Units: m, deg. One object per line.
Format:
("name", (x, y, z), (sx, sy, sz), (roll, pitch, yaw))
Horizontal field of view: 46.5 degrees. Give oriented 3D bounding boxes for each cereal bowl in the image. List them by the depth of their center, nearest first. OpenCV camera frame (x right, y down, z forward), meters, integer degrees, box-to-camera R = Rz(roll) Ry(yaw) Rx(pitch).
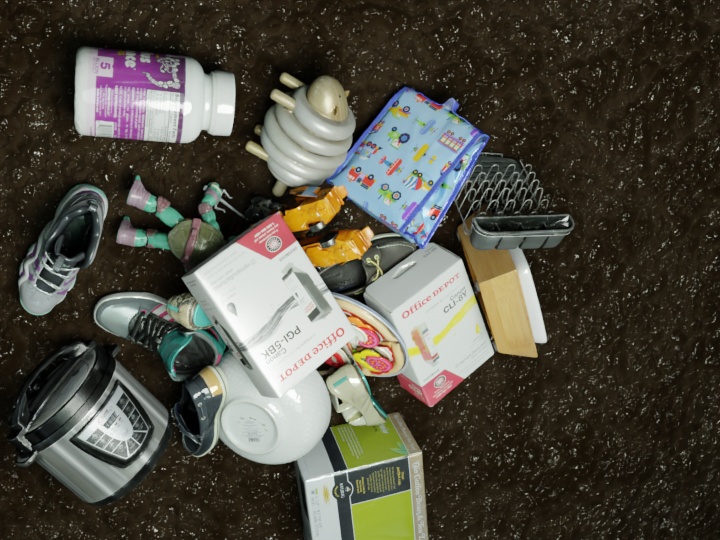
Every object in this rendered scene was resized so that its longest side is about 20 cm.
("cereal bowl", (-0.148, 0.209, 1.248), (0.197, 0.083, 0.203), (7, 116, 15))

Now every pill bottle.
("pill bottle", (-0.265, -0.225, 1.088), (0.197, 0.112, 0.114), (2, 109, -17))

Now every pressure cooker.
("pressure cooker", (-0.387, 0.209, 1.178), (0.178, 0.176, 0.201), (-36, 114, 8))

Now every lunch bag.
("lunch bag", (0.074, -0.161, 1.188), (0.201, 0.150, 0.094), (-56, 153, 2))

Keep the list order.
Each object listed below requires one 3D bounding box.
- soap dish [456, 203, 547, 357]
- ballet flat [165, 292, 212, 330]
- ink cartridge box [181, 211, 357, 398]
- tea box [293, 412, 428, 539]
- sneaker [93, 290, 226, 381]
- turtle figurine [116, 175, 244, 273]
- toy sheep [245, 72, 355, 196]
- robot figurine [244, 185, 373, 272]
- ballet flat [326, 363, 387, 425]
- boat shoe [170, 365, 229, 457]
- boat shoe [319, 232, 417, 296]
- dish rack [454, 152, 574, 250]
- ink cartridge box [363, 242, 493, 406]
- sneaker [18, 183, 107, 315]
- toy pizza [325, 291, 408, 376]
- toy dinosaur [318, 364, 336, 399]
("soap dish", (0.210, 0.016, 1.263), (0.080, 0.201, 0.159), (-18, 122, 5))
("ballet flat", (-0.203, 0.051, 1.217), (0.199, 0.075, 0.069), (4, 101, -58))
("ink cartridge box", (-0.120, 0.048, 1.123), (0.146, 0.083, 0.201), (-38, 100, -22))
("tea box", (-0.001, 0.367, 1.369), (0.194, 0.134, 0.203), (-9, 112, -12))
("sneaker", (-0.282, 0.098, 1.196), (0.197, 0.121, 0.085), (16, 105, -20))
("turtle figurine", (-0.232, -0.052, 1.173), (0.197, 0.101, 0.152), (19, 97, -13))
("toy sheep", (-0.079, -0.182, 1.153), (0.136, 0.139, 0.201), (17, 133, -21))
("robot figurine", (-0.078, -0.055, 1.179), (0.058, 0.199, 0.146), (-46, 115, -34))
("ballet flat", (-0.009, 0.203, 1.307), (0.069, 0.070, 0.201), (-30, 147, -3))
("boat shoe", (-0.239, 0.211, 1.215), (0.062, 0.075, 0.201), (-23, 153, -35))
("boat shoe", (0.000, 0.000, 1.275), (0.199, 0.061, 0.073), (-19, 113, -8))
("dish rack", (0.204, -0.111, 1.221), (0.151, 0.202, 0.055), (-2, 139, -18))
("ink cartridge box", (0.107, 0.083, 1.290), (0.144, 0.083, 0.202), (-36, 125, -17))
("sneaker", (-0.401, -0.013, 1.110), (0.077, 0.140, 0.202), (24, 101, -22))
("toy pizza", (-0.022, 0.104, 1.247), (0.200, 0.199, 0.032), (46, 55, -24))
("toy dinosaur", (-0.105, 0.171, 1.296), (0.198, 0.059, 0.101), (26, 133, -25))
